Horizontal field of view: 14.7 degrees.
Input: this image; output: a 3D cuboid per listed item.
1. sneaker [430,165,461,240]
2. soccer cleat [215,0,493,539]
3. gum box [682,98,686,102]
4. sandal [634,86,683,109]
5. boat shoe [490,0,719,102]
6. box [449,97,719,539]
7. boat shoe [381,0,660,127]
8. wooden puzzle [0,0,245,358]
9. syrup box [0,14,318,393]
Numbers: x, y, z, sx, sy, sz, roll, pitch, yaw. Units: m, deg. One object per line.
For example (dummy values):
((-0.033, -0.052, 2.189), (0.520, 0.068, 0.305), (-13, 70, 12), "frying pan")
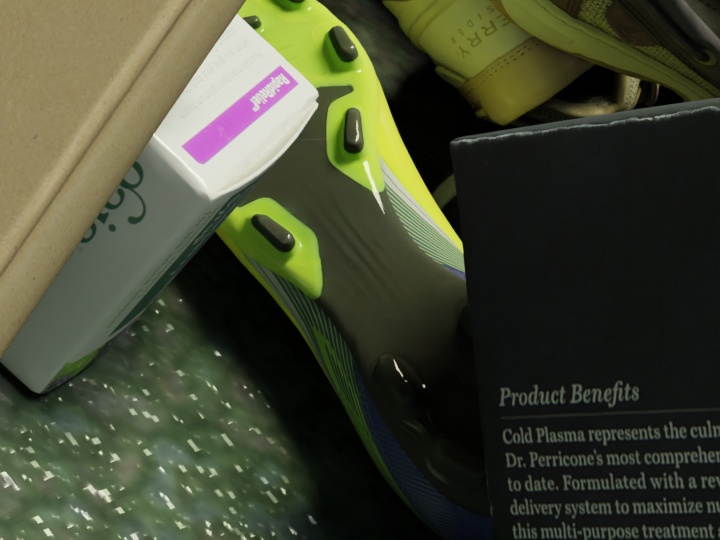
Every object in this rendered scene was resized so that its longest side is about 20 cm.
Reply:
((0.101, 0.037, 0.832), (0.200, 0.072, 0.083), (36, 43, -1), "sneaker")
((-0.001, 0.001, 0.779), (0.201, 0.064, 0.084), (56, -12, 27), "soccer cleat")
((0.138, -0.081, 0.935), (0.114, 0.066, 0.201), (-55, 125, -76), "gum box")
((0.178, -0.037, 1.025), (0.200, 0.075, 0.045), (40, 19, 0), "sandal")
((0.127, -0.076, 0.818), (0.199, 0.065, 0.072), (18, 82, -30), "boat shoe")
((0.138, 0.052, 0.709), (0.199, 0.124, 0.198), (-6, 92, -47), "box")
((0.063, -0.071, 0.904), (0.065, 0.072, 0.200), (57, 12, 8), "boat shoe")
((-0.105, -0.056, 0.564), (0.037, 0.185, 0.200), (20, -24, 32), "wooden puzzle")
((-0.115, -0.073, 0.709), (0.200, 0.079, 0.081), (44, 29, 1), "syrup box")
